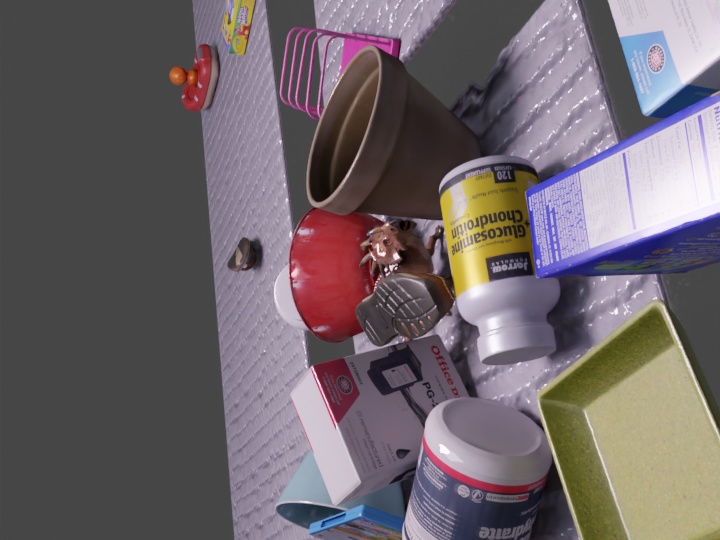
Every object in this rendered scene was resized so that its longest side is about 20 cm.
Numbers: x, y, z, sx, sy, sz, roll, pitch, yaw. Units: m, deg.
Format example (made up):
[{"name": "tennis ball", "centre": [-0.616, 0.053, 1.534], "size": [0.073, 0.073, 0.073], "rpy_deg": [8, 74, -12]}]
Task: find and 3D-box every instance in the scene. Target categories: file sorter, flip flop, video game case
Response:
[{"name": "file sorter", "centre": [-0.041, -0.313, 1.263], "size": [0.200, 0.123, 0.142], "rpy_deg": [-141, 56, -60]}, {"name": "flip flop", "centre": [-0.276, -0.031, 1.863], "size": [0.082, 0.057, 0.200], "rpy_deg": [-59, 10, -3]}, {"name": "video game case", "centre": [0.025, 0.363, 1.070], "size": [0.200, 0.141, 0.018], "rpy_deg": [-45, 25, 57]}]

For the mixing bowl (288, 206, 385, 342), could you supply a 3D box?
[{"name": "mixing bowl", "centre": [0.000, 0.000, 1.121], "size": [0.106, 0.198, 0.206], "rpy_deg": [-5, 84, 35]}]

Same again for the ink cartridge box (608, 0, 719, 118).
[{"name": "ink cartridge box", "centre": [0.285, -0.226, 0.574], "size": [0.200, 0.083, 0.148], "rpy_deg": [134, 131, -58]}]

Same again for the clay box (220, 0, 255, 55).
[{"name": "clay box", "centre": [-0.304, -0.662, 1.964], "size": [0.116, 0.047, 0.203], "rpy_deg": [-116, 35, -45]}]

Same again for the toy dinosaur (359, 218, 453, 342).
[{"name": "toy dinosaur", "centre": [0.050, 0.012, 1.030], "size": [0.086, 0.132, 0.204], "rpy_deg": [-130, 47, -55]}]

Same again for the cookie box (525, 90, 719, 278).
[{"name": "cookie box", "centre": [0.244, -0.052, 0.556], "size": [0.199, 0.167, 0.077], "rpy_deg": [-27, 68, 62]}]

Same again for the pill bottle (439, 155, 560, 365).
[{"name": "pill bottle", "centre": [0.150, -0.009, 0.833], "size": [0.112, 0.109, 0.205], "rpy_deg": [140, 127, -59]}]

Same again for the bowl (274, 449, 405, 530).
[{"name": "bowl", "centre": [-0.018, 0.318, 1.138], "size": [0.201, 0.197, 0.107], "rpy_deg": [-43, 29, 57]}]

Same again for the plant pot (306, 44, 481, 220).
[{"name": "plant pot", "centre": [0.048, -0.147, 0.968], "size": [0.200, 0.170, 0.204], "rpy_deg": [-46, 34, 45]}]

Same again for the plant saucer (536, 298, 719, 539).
[{"name": "plant saucer", "centre": [0.250, 0.160, 0.679], "size": [0.201, 0.047, 0.204], "rpy_deg": [124, 140, -51]}]

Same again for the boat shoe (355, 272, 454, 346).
[{"name": "boat shoe", "centre": [0.058, 0.034, 0.914], "size": [0.077, 0.073, 0.199], "rpy_deg": [63, 156, -1]}]

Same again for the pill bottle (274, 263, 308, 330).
[{"name": "pill bottle", "centre": [-0.076, 0.039, 1.245], "size": [0.200, 0.109, 0.115], "rpy_deg": [37, -129, -81]}]

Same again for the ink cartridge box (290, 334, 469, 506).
[{"name": "ink cartridge box", "centre": [0.036, 0.175, 0.951], "size": [0.085, 0.196, 0.147], "rpy_deg": [-52, 57, 48]}]

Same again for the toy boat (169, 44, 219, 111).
[{"name": "toy boat", "centre": [-0.493, -0.561, 2.284], "size": [0.201, 0.128, 0.133], "rpy_deg": [120, 143, -47]}]

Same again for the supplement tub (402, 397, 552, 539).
[{"name": "supplement tub", "centre": [0.121, 0.257, 0.854], "size": [0.140, 0.137, 0.205], "rpy_deg": [-136, 51, -58]}]
